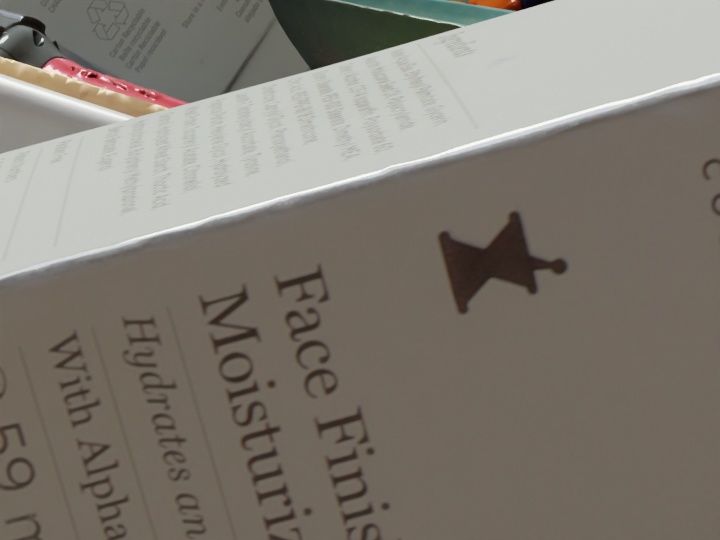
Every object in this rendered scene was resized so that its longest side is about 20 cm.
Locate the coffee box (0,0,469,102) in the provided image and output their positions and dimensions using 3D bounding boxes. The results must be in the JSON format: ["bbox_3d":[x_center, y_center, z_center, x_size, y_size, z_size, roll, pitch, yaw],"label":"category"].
[{"bbox_3d":[-0.085,-0.143,1.300,0.200,0.200,0.198,-56,23,-10],"label":"coffee box"}]

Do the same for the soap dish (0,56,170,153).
[{"bbox_3d":[-0.111,0.021,0.741,0.199,0.158,0.081,18,-13,12],"label":"soap dish"}]

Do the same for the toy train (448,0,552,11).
[{"bbox_3d":[0.045,-0.102,1.147,0.115,0.200,0.085,-20,26,16],"label":"toy train"}]

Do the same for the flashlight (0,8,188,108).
[{"bbox_3d":[-0.078,-0.053,0.971,0.200,0.068,0.068,21,20,24],"label":"flashlight"}]

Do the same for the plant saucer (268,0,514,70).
[{"bbox_3d":[0.059,-0.075,0.983,0.199,0.036,0.200,10,8,-1],"label":"plant saucer"}]

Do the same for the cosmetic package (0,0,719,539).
[{"bbox_3d":[0.020,0.042,0.577,0.199,0.165,0.165,-16,12,0],"label":"cosmetic package"}]
